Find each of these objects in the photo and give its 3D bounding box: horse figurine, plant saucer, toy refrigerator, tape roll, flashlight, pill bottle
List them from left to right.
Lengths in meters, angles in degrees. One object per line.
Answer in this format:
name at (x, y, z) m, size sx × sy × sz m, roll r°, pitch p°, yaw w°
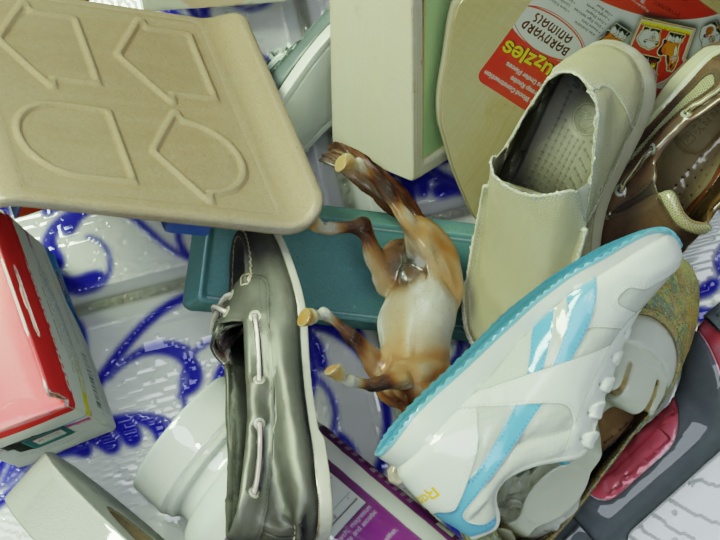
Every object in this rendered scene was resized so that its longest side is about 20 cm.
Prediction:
tape roll at (-0.111, 0.177, 1.461) m, size 0.203 × 0.203 × 0.037 m, roll 40°, pitch 87°, yaw 9°
pill bottle at (-0.028, 0.154, 1.502) m, size 0.200 × 0.112 × 0.112 m, roll 39°, pitch 86°, yaw 9°
plant saucer at (0.000, 0.000, 1.537) m, size 0.199 × 0.019 × 0.070 m, roll 7°, pitch 93°, yaw -12°
horse figurine at (0.018, 0.019, 1.479) m, size 0.050 × 0.132 × 0.201 m, roll -22°, pitch 53°, yaw 33°
toy refrigerator at (0.032, -0.159, 1.498) m, size 0.070 × 0.201 × 0.076 m, roll 24°, pitch 40°, yaw 34°
flashlight at (0.166, 0.097, 1.521) m, size 0.200 × 0.068 × 0.068 m, roll -41°, pitch 122°, yaw 1°

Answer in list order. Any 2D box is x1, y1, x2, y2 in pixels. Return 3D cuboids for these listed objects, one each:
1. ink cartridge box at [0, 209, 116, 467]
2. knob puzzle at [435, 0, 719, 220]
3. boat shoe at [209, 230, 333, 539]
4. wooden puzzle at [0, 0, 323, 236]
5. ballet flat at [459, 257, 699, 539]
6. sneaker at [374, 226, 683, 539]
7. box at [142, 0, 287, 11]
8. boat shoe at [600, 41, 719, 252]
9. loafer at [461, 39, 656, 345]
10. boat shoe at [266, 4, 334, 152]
ink cartridge box at (-0.200, 0.039, 1.488) m, size 0.067 × 0.200 × 0.117 m, roll -21°, pitch 80°, yaw 1°
knob puzzle at (0.123, -0.112, 1.526) m, size 0.219 × 0.030 × 0.220 m, roll -10°, pitch 120°, yaw -18°
boat shoe at (-0.058, 0.058, 1.449) m, size 0.057 × 0.067 × 0.201 m, roll -3°, pitch 61°, yaw -16°
wooden puzzle at (-0.139, -0.082, 1.469) m, size 0.199 × 0.046 × 0.185 m, roll 2°, pitch 41°, yaw -25°
ballet flat at (0.128, 0.080, 1.469) m, size 0.071 × 0.071 × 0.200 m, roll 39°, pitch 91°, yaw 9°
sneaker at (0.103, 0.056, 1.421) m, size 0.200 × 0.077 × 0.081 m, roll -43°, pitch 91°, yaw -8°
box at (-0.092, -0.255, 1.527) m, size 0.095 × 0.200 × 0.078 m, roll -5°, pitch 36°, yaw 4°
boat shoe at (0.167, -0.039, 1.512) m, size 0.075 × 0.075 × 0.203 m, roll 29°, pitch 99°, yaw -21°
loafer at (0.099, -0.036, 1.486) m, size 0.076 × 0.068 × 0.201 m, roll 25°, pitch 103°, yaw 32°
boat shoe at (-0.045, -0.109, 1.563) m, size 0.062 × 0.073 × 0.200 m, roll 39°, pitch 89°, yaw 33°
